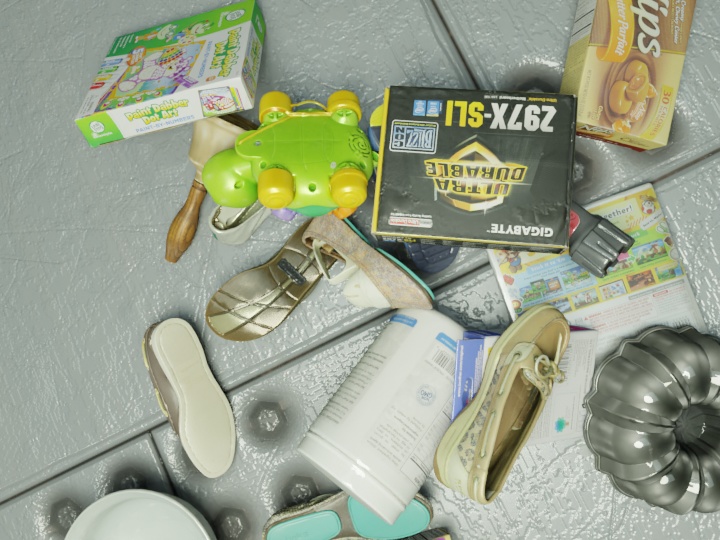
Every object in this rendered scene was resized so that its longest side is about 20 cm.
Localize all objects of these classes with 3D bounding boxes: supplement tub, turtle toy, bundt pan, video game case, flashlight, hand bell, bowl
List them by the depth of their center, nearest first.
[{"bbox_3d":[0.340,0.160,0.689,0.201,0.076,0.203,0,92,-4],"label":"bundt pan"},{"bbox_3d":[0.041,0.148,0.712,0.132,0.132,0.200,36,73,10],"label":"supplement tub"},{"bbox_3d":[-0.076,-0.113,0.731,0.199,0.101,0.146,-2,60,-2],"label":"turtle toy"},{"bbox_3d":[0.197,-0.068,0.738,0.200,0.068,0.068,42,114,21],"label":"flashlight"},{"bbox_3d":[0.265,0.019,0.763,0.199,0.023,0.183,-19,84,9],"label":"video game case"},{"bbox_3d":[-0.248,0.352,0.799,0.200,0.090,0.202,0,88,10],"label":"bowl"},{"bbox_3d":[-0.202,-0.101,0.830,0.104,0.104,0.201,30,105,10],"label":"hand bell"}]

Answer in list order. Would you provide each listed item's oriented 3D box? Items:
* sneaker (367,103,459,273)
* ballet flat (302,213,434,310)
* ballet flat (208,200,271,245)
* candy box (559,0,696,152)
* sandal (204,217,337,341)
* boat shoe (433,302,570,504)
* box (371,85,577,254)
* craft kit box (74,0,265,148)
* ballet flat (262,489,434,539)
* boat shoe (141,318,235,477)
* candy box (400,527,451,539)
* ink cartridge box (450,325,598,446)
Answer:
[{"bbox_3d":[0.061,-0.094,0.781,0.074,0.082,0.201,-18,93,-13],"label":"sneaker"},{"bbox_3d":[0.000,0.000,0.733,0.067,0.068,0.200,-42,47,-6],"label":"ballet flat"},{"bbox_3d":[-0.114,-0.113,0.813,0.069,0.069,0.200,41,94,9],"label":"ballet flat"},{"bbox_3d":[0.295,-0.245,0.738,0.115,0.055,0.201,12,88,-11],"label":"candy box"},{"bbox_3d":[-0.098,0.013,0.814,0.200,0.054,0.080,-43,87,-10],"label":"sandal"},{"bbox_3d":[0.146,0.122,0.616,0.073,0.063,0.200,40,76,-30],"label":"boat shoe"},{"bbox_3d":[0.118,-0.105,0.696,0.199,0.049,0.161,5,83,7],"label":"box"},{"bbox_3d":[-0.216,-0.238,0.790,0.196,0.049,0.201,-10,45,7],"label":"craft kit box"},{"bbox_3d":[-0.015,0.278,0.770,0.199,0.075,0.068,-14,97,6],"label":"ballet flat"},{"bbox_3d":[-0.213,0.157,0.818,0.059,0.072,0.201,-13,100,49],"label":"boat shoe"},{"bbox_3d":[0.018,0.376,0.737,0.199,0.056,0.117,-14,80,-9],"label":"candy box"},{"bbox_3d":[0.162,0.120,0.685,0.199,0.042,0.120,0,97,-34],"label":"ink cartridge box"}]
